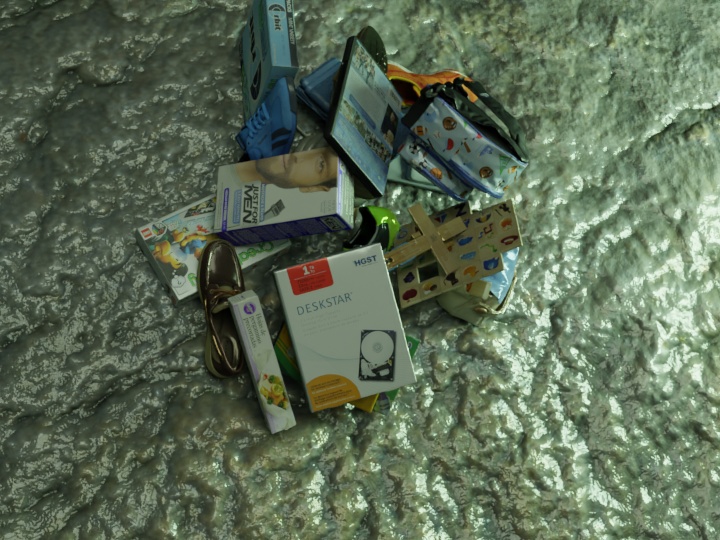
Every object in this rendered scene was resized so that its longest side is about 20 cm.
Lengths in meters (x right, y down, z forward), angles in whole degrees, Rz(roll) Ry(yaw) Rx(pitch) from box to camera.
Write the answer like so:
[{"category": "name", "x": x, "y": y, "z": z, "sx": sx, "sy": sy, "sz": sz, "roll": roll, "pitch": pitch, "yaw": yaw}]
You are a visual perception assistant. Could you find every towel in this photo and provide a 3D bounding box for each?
[{"category": "towel", "x": -0.004, "y": -0.254, "z": 1.764, "sx": 0.200, "sy": 0.049, "sz": 0.112, "roll": 42, "pitch": 54, "yaw": 10}]

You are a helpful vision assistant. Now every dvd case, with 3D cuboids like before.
[{"category": "dvd case", "x": 0.007, "y": -0.225, "z": 1.595, "sx": 0.143, "sy": 0.017, "sz": 0.201, "roll": 46, "pitch": 43, "yaw": -39}]

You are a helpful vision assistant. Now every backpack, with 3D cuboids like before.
[{"category": "backpack", "x": 0.159, "y": -0.189, "z": 1.666, "sx": 0.190, "sy": 0.155, "sz": 0.200, "roll": 35, "pitch": 21, "yaw": 8}]

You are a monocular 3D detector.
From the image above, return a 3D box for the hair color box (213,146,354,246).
[{"category": "hair color box", "x": -0.110, "y": -0.106, "z": 1.578, "sx": 0.199, "sy": 0.065, "sz": 0.110, "roll": -7, "pitch": 67, "yaw": 20}]

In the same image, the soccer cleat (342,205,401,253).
[{"category": "soccer cleat", "x": 0.000, "y": 0.000, "z": 1.632, "sx": 0.081, "sy": 0.067, "sz": 0.201, "roll": 16, "pitch": 88, "yaw": -44}]

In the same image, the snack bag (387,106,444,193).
[{"category": "snack bag", "x": 0.083, "y": -0.226, "z": 1.811, "sx": 0.199, "sy": 0.021, "sz": 0.190, "roll": 10, "pitch": 66, "yaw": -12}]

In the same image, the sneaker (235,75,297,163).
[{"category": "sneaker", "x": -0.142, "y": -0.209, "z": 1.636, "sx": 0.078, "sy": 0.200, "sz": 0.066, "roll": 1, "pitch": 54, "yaw": -16}]

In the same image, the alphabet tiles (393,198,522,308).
[{"category": "alphabet tiles", "x": 0.145, "y": -0.038, "z": 1.657, "sx": 0.199, "sy": 0.008, "sz": 0.168, "roll": -21, "pitch": 43, "yaw": 16}]

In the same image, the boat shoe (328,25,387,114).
[{"category": "boat shoe", "x": -0.011, "y": -0.295, "z": 1.685, "sx": 0.076, "sy": 0.074, "sz": 0.201, "roll": 50, "pitch": 40, "yaw": -40}]

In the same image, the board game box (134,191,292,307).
[{"category": "board game box", "x": -0.218, "y": -0.045, "z": 1.635, "sx": 0.199, "sy": 0.035, "sz": 0.127, "roll": -28, "pitch": 79, "yaw": -25}]

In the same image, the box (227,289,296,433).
[{"category": "box", "x": -0.137, "y": 0.128, "z": 1.526, "sx": 0.038, "sy": 0.041, "sz": 0.201, "roll": -19, "pitch": 106, "yaw": -15}]

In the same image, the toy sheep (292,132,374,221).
[{"category": "toy sheep", "x": -0.047, "y": -0.147, "z": 1.671, "sx": 0.199, "sy": 0.138, "sz": 0.138, "roll": 16, "pitch": 57, "yaw": 32}]

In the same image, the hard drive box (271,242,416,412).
[{"category": "hard drive box", "x": -0.024, "y": 0.077, "z": 1.522, "sx": 0.155, "sy": 0.077, "sz": 0.201, "roll": -16, "pitch": 92, "yaw": -5}]

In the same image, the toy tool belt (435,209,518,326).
[{"category": "toy tool belt", "x": 0.198, "y": -0.023, "z": 1.701, "sx": 0.124, "sy": 0.123, "sz": 0.201, "roll": 23, "pitch": 63, "yaw": -6}]

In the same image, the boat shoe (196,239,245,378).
[{"category": "boat shoe", "x": -0.189, "y": 0.051, "z": 1.558, "sx": 0.072, "sy": 0.072, "sz": 0.201, "roll": 3, "pitch": 80, "yaw": -25}]

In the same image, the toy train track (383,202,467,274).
[{"category": "toy train track", "x": 0.069, "y": -0.025, "z": 1.616, "sx": 0.199, "sy": 0.033, "sz": 0.115, "roll": -27, "pitch": 81, "yaw": -24}]

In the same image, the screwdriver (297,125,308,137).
[{"category": "screwdriver", "x": -0.062, "y": -0.188, "z": 1.749, "sx": 0.200, "sy": 0.028, "sz": 0.029, "roll": 43, "pitch": 34, "yaw": 5}]

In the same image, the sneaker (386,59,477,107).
[{"category": "sneaker", "x": 0.105, "y": -0.287, "z": 1.776, "sx": 0.199, "sy": 0.073, "sz": 0.077, "roll": 1, "pitch": 44, "yaw": -23}]

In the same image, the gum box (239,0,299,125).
[{"category": "gum box", "x": -0.144, "y": -0.331, "z": 1.687, "sx": 0.044, "sy": 0.200, "sz": 0.171, "roll": 0, "pitch": 68, "yaw": -17}]

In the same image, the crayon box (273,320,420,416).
[{"category": "crayon box", "x": -0.023, "y": 0.119, "z": 1.587, "sx": 0.199, "sy": 0.052, "sz": 0.126, "roll": 24, "pitch": 90, "yaw": -6}]
